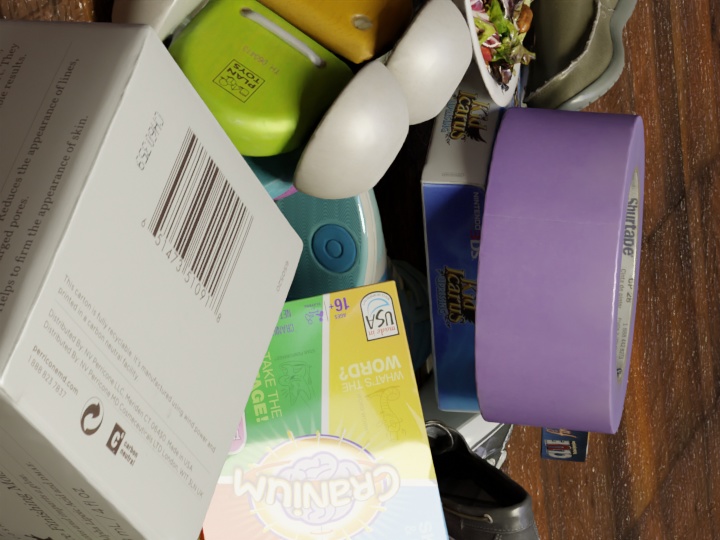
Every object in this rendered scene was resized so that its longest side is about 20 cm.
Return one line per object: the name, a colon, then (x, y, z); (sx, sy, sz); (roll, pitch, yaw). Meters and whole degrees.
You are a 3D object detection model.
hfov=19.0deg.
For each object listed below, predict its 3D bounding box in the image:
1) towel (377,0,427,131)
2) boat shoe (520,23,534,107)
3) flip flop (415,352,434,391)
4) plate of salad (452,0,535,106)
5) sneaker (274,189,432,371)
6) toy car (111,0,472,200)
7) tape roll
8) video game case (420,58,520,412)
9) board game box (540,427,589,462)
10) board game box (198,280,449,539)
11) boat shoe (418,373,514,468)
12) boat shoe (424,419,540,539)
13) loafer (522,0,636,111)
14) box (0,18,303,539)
towel: (0.045, -0.176, 1.414); (0.193, 0.034, 0.200); (-49, 153, -33)
boat shoe: (0.098, -0.184, 1.570); (0.075, 0.062, 0.201); (-27, 122, -68)
flip flop: (0.068, 0.090, 1.559); (0.081, 0.058, 0.201); (-3, 101, -26)
plate of salad: (0.088, -0.201, 1.316); (0.200, 0.048, 0.201); (-4, 90, -76)
sneaker: (0.000, 0.000, 1.398); (0.131, 0.079, 0.201); (-39, 137, -52)
toy car: (-0.049, -0.109, 1.232); (0.200, 0.175, 0.150); (-50, 173, -48)
tape roll: (0.128, -0.001, 1.353); (0.200, 0.085, 0.201); (5, 90, -79)
video game case: (0.078, -0.039, 1.424); (0.182, 0.045, 0.200); (-78, 167, -46)
board game box: (0.151, 0.022, 1.520); (0.136, 0.034, 0.201); (76, 18, -72)
board game box: (-0.033, 0.118, 1.250); (0.153, 0.040, 0.201); (-12, 89, -24)
boat shoe: (0.064, 0.130, 1.489); (0.200, 0.073, 0.068); (-51, 129, -21)
boat shoe: (0.047, 0.129, 1.377); (0.070, 0.200, 0.066); (-15, 120, -25)
loafer: (0.143, -0.169, 1.515); (0.070, 0.075, 0.200); (44, 34, -17)
box: (-0.147, 0.012, 1.055); (0.199, 0.130, 0.201); (55, 47, -51)
